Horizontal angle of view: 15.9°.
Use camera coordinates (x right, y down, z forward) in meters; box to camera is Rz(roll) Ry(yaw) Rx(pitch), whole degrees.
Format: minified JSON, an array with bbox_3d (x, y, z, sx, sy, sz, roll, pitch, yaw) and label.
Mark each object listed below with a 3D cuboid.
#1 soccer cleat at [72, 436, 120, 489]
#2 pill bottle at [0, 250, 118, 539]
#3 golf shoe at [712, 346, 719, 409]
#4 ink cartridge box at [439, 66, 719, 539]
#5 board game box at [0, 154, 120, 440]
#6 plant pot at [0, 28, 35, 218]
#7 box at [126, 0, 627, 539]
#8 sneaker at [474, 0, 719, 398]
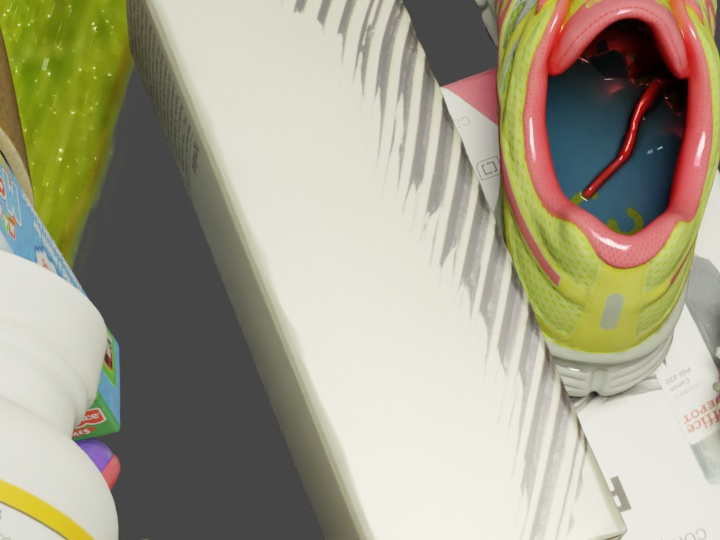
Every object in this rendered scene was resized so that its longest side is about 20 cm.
[{"bbox_3d":[-0.158,0.106,0.751,0.200,0.067,0.077,-41,92,-12],"label":"soccer cleat"},{"bbox_3d":[-0.119,0.096,0.628,0.103,0.104,0.201,13,62,-2],"label":"pill bottle"},{"bbox_3d":[0.165,-0.027,0.757,0.091,0.075,0.201,22,72,-18],"label":"golf shoe"},{"bbox_3d":[0.057,0.044,0.786,0.145,0.085,0.201,-20,77,-12],"label":"ink cartridge box"},{"bbox_3d":[-0.166,-0.004,0.697,0.150,0.200,0.037,-12,54,8],"label":"board game box"},{"bbox_3d":[-0.193,-0.096,0.767,0.185,0.187,0.201,-2,57,-7],"label":"plant pot"},{"bbox_3d":[0.000,0.000,0.709,0.068,0.082,0.201,-20,77,-10],"label":"box"},{"bbox_3d":[0.073,-0.071,0.734,0.077,0.090,0.202,-1,69,-4],"label":"sneaker"}]
